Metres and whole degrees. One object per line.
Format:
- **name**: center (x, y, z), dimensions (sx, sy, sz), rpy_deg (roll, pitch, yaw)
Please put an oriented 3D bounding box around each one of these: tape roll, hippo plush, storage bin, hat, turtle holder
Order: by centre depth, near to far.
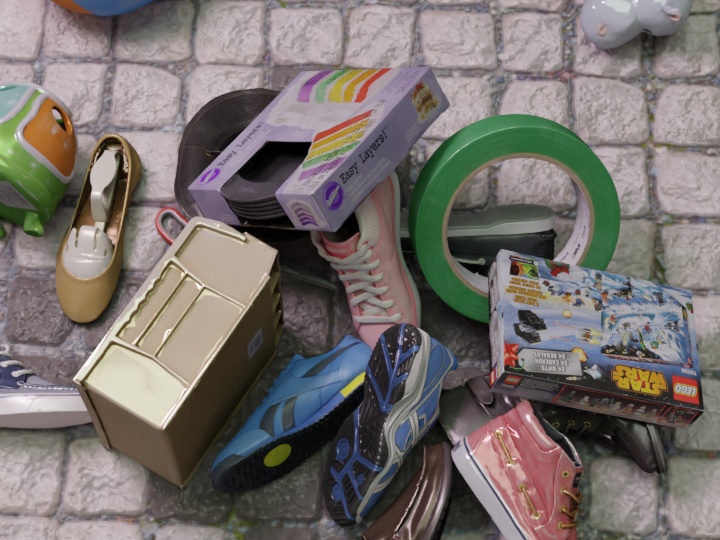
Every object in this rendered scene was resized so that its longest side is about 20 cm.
- **storage bin**: center (-0.157, 0.077, 1.432), dimensions (0.093, 0.200, 0.199), rpy_deg (30, 69, 11)
- **tape roll**: center (0.147, -0.048, 1.486), dimensions (0.199, 0.202, 0.048), rpy_deg (-3, 21, -7)
- **hat**: center (-0.093, -0.087, 1.566), dimensions (0.199, 0.081, 0.202), rpy_deg (-1, 55, 1)
- **turtle holder**: center (-0.362, -0.115, 1.567), dimensions (0.141, 0.185, 0.132), rpy_deg (34, 67, -20)
- **hippo plush**: center (0.291, -0.326, 1.664), dimensions (0.199, 0.159, 0.162), rpy_deg (-20, 98, 7)

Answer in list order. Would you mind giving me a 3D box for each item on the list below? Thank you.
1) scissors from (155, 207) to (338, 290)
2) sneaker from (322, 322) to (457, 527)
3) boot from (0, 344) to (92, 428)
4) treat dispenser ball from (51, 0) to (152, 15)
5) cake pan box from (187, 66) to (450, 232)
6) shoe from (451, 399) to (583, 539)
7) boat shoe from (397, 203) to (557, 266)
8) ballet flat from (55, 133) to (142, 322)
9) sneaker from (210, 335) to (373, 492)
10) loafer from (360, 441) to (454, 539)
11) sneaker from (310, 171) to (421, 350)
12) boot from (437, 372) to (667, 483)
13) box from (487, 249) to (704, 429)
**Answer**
- **scissors**: center (-0.120, -0.014, 1.577), dimensions (0.200, 0.014, 0.073), rpy_deg (37, 69, 14)
- **sneaker**: center (0.031, 0.152, 1.451), dimensions (0.076, 0.077, 0.201), rpy_deg (34, 100, 49)
- **boot**: center (-0.345, 0.102, 1.491), dimensions (0.199, 0.073, 0.091), rpy_deg (-1, 72, 1)
- **treat dispenser ball**: center (-0.274, -0.370, 1.631), dimensions (0.199, 0.201, 0.202), rpy_deg (0, 66, 0)
- **cake pan box**: center (-0.043, -0.113, 1.451), dimensions (0.184, 0.052, 0.200), rpy_deg (5, 45, 48)
- **shoe**: center (0.175, 0.217, 1.408), dimensions (0.091, 0.071, 0.201), rpy_deg (-37, 85, 13)
- **boat shoe**: center (0.097, -0.026, 1.549), dimensions (0.199, 0.076, 0.061), rpy_deg (-1, 111, 6)
- **ballet flat**: center (-0.270, -0.048, 1.563), dimensions (0.068, 0.063, 0.201), rpy_deg (6, 67, 4)
- **sneaker**: center (-0.067, 0.135, 1.486), dimensions (0.200, 0.066, 0.078), rpy_deg (-34, 58, -14)
- **loafer**: center (0.035, 0.246, 1.423), dimensions (0.071, 0.073, 0.201), rpy_deg (17, 69, 8)
- **sneaker**: center (0.000, 0.000, 1.479), dimensions (0.075, 0.105, 0.202), rpy_deg (-2, 102, 28)
- **boot**: center (0.174, 0.155, 1.478), dimensions (0.174, 0.069, 0.200), rpy_deg (-36, 67, -9)
- **box**: center (0.217, 0.064, 1.442), dimensions (0.199, 0.040, 0.138), rpy_deg (12, 53, -12)
